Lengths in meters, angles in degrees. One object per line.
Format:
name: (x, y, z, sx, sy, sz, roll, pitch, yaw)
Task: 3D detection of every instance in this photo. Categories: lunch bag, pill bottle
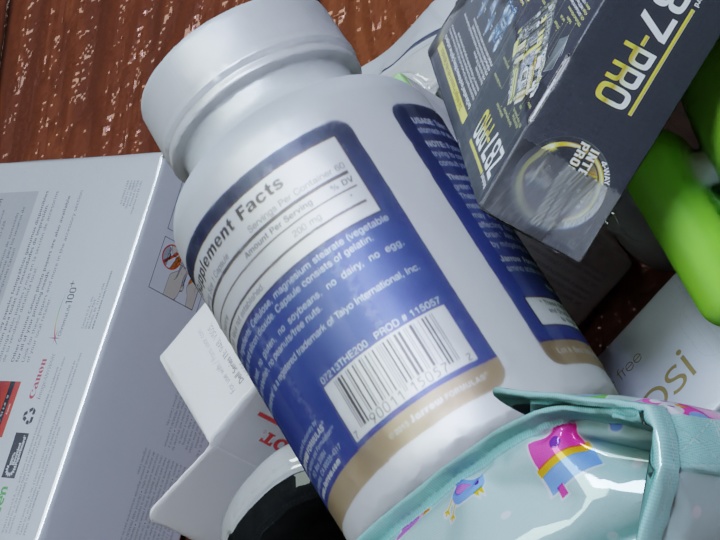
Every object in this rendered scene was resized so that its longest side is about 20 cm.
lunch bag: (0.104, 0.110, 0.910, 0.200, 0.170, 0.122, -50, 41, 38)
pill bottle: (0.000, 0.000, 1.008, 0.111, 0.111, 0.200, -41, 65, 22)

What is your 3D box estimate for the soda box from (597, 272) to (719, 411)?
soda box: (0.105, 0.081, 1.038, 0.200, 0.068, 0.064, -49, 41, 14)

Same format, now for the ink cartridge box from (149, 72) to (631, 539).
ink cartridge box: (0.001, 0.031, 1.141, 0.200, 0.117, 0.067, -49, 39, 12)

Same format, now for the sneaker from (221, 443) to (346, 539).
sneaker: (-0.017, 0.161, 1.081, 0.200, 0.073, 0.112, 109, 153, -48)

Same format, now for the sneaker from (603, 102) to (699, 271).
sneaker: (0.131, -0.095, 1.120, 0.080, 0.076, 0.200, -15, 58, 30)

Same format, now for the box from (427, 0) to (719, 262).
box: (0.089, -0.110, 1.001, 0.161, 0.049, 0.200, -57, 14, 14)

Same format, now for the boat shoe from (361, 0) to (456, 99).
boat shoe: (0.029, -0.065, 1.209, 0.200, 0.072, 0.066, -26, 55, 36)

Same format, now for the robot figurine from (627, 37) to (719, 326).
robot figurine: (0.178, -0.056, 0.948, 0.175, 0.116, 0.200, -30, 33, 6)

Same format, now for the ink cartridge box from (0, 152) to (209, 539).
ink cartridge box: (-0.149, 0.051, 1.317, 0.175, 0.084, 0.200, 1, 68, 47)
